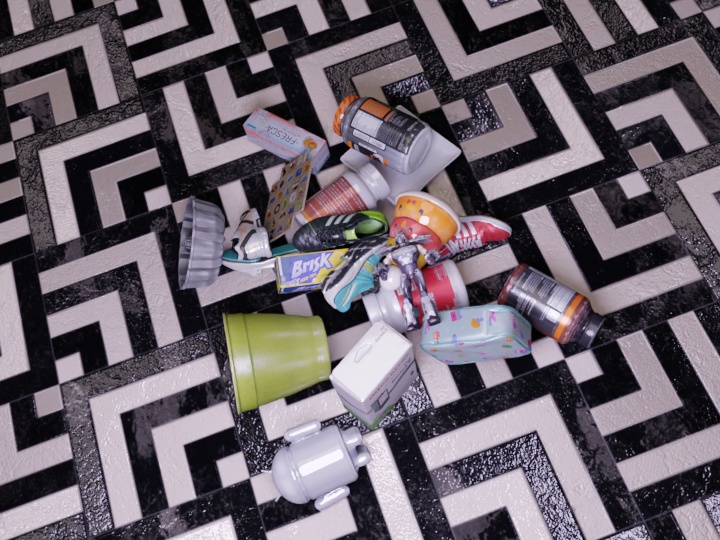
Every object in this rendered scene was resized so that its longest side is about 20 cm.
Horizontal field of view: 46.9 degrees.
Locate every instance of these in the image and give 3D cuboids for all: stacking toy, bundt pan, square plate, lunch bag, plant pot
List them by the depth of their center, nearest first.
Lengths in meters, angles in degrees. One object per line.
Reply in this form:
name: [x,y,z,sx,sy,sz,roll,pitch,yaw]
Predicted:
lunch bag: [0.222,0.126,1.599,0.200,0.160,0.077,-10,67,30]
plant pot: [-0.162,0.168,1.638,0.193,0.200,0.201,-8,64,-10]
stacking toy: [0.100,-0.045,1.646,0.146,0.146,0.200,23,70,16]
bundt pan: [-0.334,-0.056,1.758,0.076,0.202,0.202,5,63,-19]
square plate: [0.091,-0.256,1.878,0.200,0.028,0.198,-43,67,-13]

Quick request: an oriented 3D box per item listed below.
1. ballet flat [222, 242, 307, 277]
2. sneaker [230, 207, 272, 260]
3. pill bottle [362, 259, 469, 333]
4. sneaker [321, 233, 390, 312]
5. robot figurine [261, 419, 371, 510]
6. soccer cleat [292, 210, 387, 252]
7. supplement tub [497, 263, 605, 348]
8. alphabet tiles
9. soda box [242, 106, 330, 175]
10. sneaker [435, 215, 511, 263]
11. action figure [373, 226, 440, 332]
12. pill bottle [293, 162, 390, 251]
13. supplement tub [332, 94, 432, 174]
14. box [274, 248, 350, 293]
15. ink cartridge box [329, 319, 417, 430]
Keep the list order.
ballet flat: [-0.203,-0.016,1.785,0.200,0.069,0.070,-7,65,5]
sneaker: [-0.243,-0.078,1.767,0.080,0.074,0.200,-16,23,-9]
pill bottle: [0.110,0.060,1.683,0.200,0.112,0.112,-19,64,-1]
sneaker: [0.000,0.000,1.683,0.200,0.080,0.077,-47,30,-23]
robot figurine: [-0.082,0.366,1.564,0.200,0.113,0.170,-23,93,-4]
soccer cleat: [-0.041,-0.080,1.692,0.200,0.081,0.068,-15,108,-5]
supplement tub: [0.380,0.075,1.646,0.200,0.107,0.107,31,73,19]
alphabet tiles: [-0.160,-0.160,1.808,0.006,0.166,0.200,25,58,-29]
soda box: [-0.171,-0.298,1.908,0.200,0.068,0.064,30,72,19]
sneaker: [0.212,-0.059,1.747,0.200,0.071,0.113,7,62,18]
action figure: [0.097,0.010,1.563,0.130,0.069,0.200,-19,78,20]
pill bottle: [-0.037,-0.140,1.786,0.200,0.112,0.112,-37,66,-4]
supplement tub: [0.046,-0.303,1.823,0.200,0.123,0.123,30,72,19]
box: [-0.077,-0.001,1.730,0.200,0.064,0.070,-7,78,-11]
ink cartridge box: [0.029,0.202,1.578,0.084,0.200,0.146,36,74,21]
